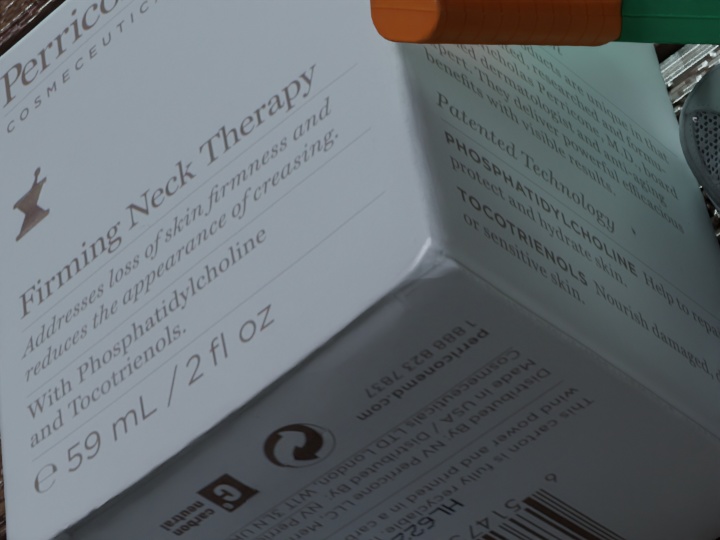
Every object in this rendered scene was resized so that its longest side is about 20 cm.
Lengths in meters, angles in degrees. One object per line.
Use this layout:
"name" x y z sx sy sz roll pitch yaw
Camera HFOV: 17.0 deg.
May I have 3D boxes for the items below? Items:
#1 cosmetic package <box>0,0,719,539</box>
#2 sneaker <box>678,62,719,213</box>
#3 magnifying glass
"cosmetic package" 0.000 0.000 0.738 0.167 0.166 0.200 -37 43 25
"sneaker" 0.147 -0.033 0.678 0.075 0.082 0.200 -54 31 0
"magnifying glass" 0.080 -0.075 0.695 0.080 0.200 0.022 10 102 43
